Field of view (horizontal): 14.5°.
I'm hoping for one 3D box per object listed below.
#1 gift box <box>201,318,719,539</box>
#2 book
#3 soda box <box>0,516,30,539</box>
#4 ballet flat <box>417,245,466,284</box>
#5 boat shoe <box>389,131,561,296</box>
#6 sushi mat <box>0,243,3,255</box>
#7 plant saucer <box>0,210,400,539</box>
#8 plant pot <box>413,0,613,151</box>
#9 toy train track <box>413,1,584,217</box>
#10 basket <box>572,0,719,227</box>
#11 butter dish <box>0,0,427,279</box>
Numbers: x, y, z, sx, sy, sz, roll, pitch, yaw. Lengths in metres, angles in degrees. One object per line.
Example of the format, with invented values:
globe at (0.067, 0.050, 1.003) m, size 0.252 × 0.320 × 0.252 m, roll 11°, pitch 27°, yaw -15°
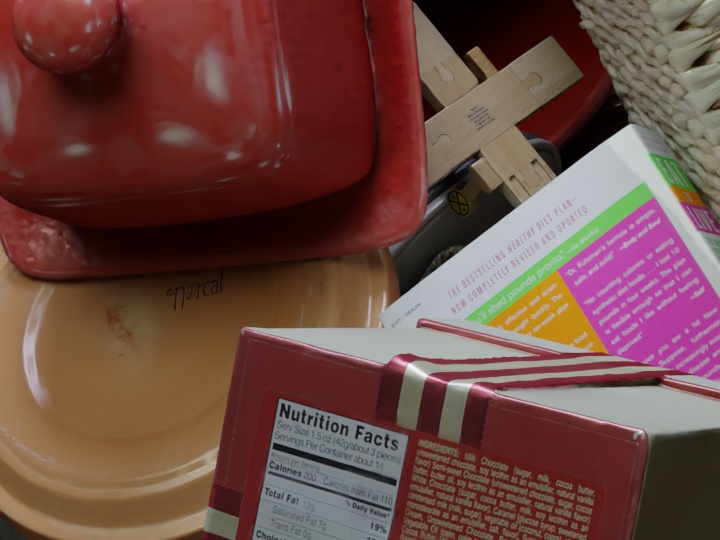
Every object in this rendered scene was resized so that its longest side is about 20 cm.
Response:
gift box at (0.048, 0.123, 0.995) m, size 0.184 × 0.187 × 0.201 m, roll 19°, pitch 100°, yaw 30°
book at (0.110, 0.062, 1.093) m, size 0.134 × 0.048 × 0.200 m, roll -39°, pitch 65°, yaw 23°
soda box at (-0.127, 0.029, 1.282) m, size 0.068 × 0.064 × 0.201 m, roll -12°, pitch 50°, yaw 17°
ballet flat at (0.005, 0.072, 1.183) m, size 0.068 × 0.075 × 0.200 m, roll 12°, pitch 59°, yaw 32°
boat shoe at (0.000, 0.000, 1.250) m, size 0.200 × 0.067 × 0.057 m, roll -43°, pitch 54°, yaw -8°
sushi mat at (-0.176, -0.044, 1.312) m, size 0.095 × 0.012 × 0.200 m, roll -26°, pitch 46°, yaw 4°
plant saucer at (-0.082, 0.027, 1.183) m, size 0.199 × 0.032 × 0.201 m, roll -11°, pitch 54°, yaw 15°
plant pot at (0.007, -0.155, 1.299) m, size 0.200 × 0.201 × 0.178 m, roll -28°, pitch 37°, yaw 0°
toy train track at (0.071, -0.025, 1.204) m, size 0.115 × 0.033 × 0.200 m, roll -35°, pitch 83°, yaw -32°
basket at (0.187, -0.131, 1.128) m, size 0.198 × 0.161 × 0.200 m, roll -27°, pitch 19°, yaw -2°
butter dish at (-0.089, -0.098, 1.120) m, size 0.199 × 0.148 × 0.201 m, roll -5°, pitch 91°, yaw 19°
